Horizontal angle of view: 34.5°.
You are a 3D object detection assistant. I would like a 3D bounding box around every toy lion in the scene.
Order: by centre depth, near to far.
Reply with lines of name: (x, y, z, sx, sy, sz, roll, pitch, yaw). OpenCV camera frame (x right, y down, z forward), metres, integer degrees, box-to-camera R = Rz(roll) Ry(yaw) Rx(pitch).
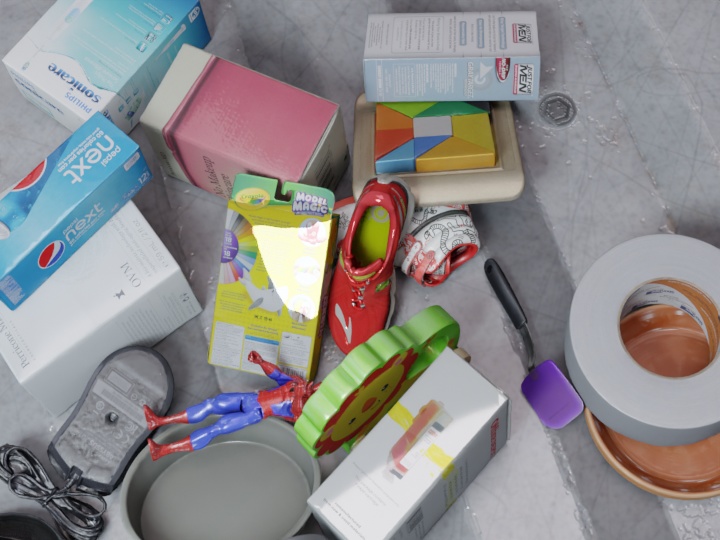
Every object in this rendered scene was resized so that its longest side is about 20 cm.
toy lion: (0.020, 0.107, 1.125, 0.200, 0.192, 0.069, -42, 70, -14)

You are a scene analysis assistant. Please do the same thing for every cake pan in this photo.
cake pan: (-0.135, 0.220, 1.132, 0.196, 0.037, 0.202, -3, 38, 2)

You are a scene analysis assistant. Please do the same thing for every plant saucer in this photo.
plant saucer: (0.324, 0.132, 1.177, 0.196, 0.032, 0.204, -1, 67, 3)

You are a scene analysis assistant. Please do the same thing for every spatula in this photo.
spatula: (0.172, 0.071, 1.215, 0.020, 0.057, 0.202, 5, 51, -38)

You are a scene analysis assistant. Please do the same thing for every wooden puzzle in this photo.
wooden puzzle: (0.082, -0.146, 1.277, 0.181, 0.038, 0.202, -3, 42, 3)

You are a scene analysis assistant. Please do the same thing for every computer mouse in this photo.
computer mouse: (-0.270, 0.167, 1.200, 0.138, 0.053, 0.201, 38, 81, 5)

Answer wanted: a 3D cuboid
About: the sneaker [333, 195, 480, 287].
sneaker: (0.030, -0.028, 1.249, 0.198, 0.068, 0.109, -19, 63, -7)

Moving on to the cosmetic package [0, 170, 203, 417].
cosmetic package: (-0.310, 0.006, 1.236, 0.199, 0.123, 0.200, -37, 69, -9)

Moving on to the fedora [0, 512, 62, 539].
fedora: (-0.379, 0.308, 1.103, 0.197, 0.092, 0.204, -10, 56, 16)

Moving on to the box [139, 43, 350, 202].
box: (-0.123, -0.143, 1.279, 0.197, 0.128, 0.110, 23, 71, 15)

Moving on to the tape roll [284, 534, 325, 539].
tape roll: (-0.104, 0.317, 1.034, 0.198, 0.201, 0.067, -27, 66, -7)

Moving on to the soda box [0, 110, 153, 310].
soda box: (-0.306, -0.061, 1.162, 0.068, 0.064, 0.200, 38, 74, 19)

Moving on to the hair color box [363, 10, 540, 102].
hair color box: (0.104, -0.245, 1.323, 0.196, 0.061, 0.100, 0, 43, 5)

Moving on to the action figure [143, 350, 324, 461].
action figure: (-0.116, 0.123, 1.141, 0.196, 0.100, 0.066, -11, 51, -9)

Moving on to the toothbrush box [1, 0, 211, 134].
toothbrush box: (-0.296, -0.261, 1.367, 0.145, 0.086, 0.201, 33, 72, 16)

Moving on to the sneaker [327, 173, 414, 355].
sneaker: (0.000, 0.000, 1.189, 0.076, 0.085, 0.204, 14, 110, 10)

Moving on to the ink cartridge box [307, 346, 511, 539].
ink cartridge box: (0.051, 0.191, 1.114, 0.083, 0.146, 0.200, 39, 75, 21)

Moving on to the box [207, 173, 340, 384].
box: (-0.089, 0.006, 1.205, 0.115, 0.048, 0.204, 11, 102, 9)

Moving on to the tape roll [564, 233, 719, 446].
tape roll: (0.304, 0.068, 1.154, 0.196, 0.066, 0.204, -1, 67, 3)
